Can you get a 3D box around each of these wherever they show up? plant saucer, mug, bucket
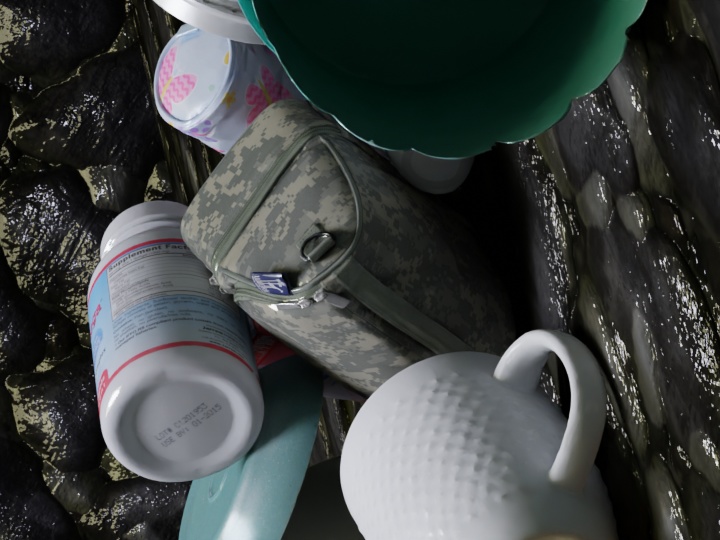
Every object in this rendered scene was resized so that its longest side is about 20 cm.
[{"bbox_3d":[-0.082,0.144,1.794,0.201,0.036,0.200,-60,16,30],"label":"plant saucer"},{"bbox_3d":[0.091,0.131,1.584,0.201,0.147,0.175,-66,25,17],"label":"mug"},{"bbox_3d":[0.033,-0.164,1.301,0.135,0.206,0.209,-114,13,-75],"label":"bucket"}]

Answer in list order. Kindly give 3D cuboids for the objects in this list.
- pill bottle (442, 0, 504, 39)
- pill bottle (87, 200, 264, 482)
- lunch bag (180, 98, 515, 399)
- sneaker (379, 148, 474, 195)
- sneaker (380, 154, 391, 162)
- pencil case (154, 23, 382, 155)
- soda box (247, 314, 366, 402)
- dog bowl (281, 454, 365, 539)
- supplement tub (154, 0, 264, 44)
[{"bbox_3d":[0.036,-0.224,1.439,0.112,0.112,0.201,-165,62,-79],"label":"pill bottle"},{"bbox_3d":[-0.130,0.042,1.775,0.200,0.108,0.109,-105,7,-53],"label":"pill bottle"},{"bbox_3d":[0.000,0.000,1.717,0.200,0.140,0.168,36,-177,-39],"label":"lunch bag"},{"bbox_3d":[0.051,-0.115,1.641,0.087,0.075,0.201,55,160,42],"label":"sneaker"},{"bbox_3d":[0.007,-0.030,1.870,0.200,0.082,0.078,49,-135,-21],"label":"sneaker"},{"bbox_3d":[-0.061,-0.119,1.936,0.083,0.199,0.091,1,76,42],"label":"pencil case"},{"bbox_3d":[-0.023,0.048,1.910,0.063,0.199,0.070,-45,51,35],"label":"soda box"},{"bbox_3d":[0.027,0.195,1.805,0.200,0.199,0.079,-128,27,-68],"label":"dog bowl"},{"bbox_3d":[-0.058,-0.261,1.664,0.145,0.144,0.201,-116,39,-51],"label":"supplement tub"}]
